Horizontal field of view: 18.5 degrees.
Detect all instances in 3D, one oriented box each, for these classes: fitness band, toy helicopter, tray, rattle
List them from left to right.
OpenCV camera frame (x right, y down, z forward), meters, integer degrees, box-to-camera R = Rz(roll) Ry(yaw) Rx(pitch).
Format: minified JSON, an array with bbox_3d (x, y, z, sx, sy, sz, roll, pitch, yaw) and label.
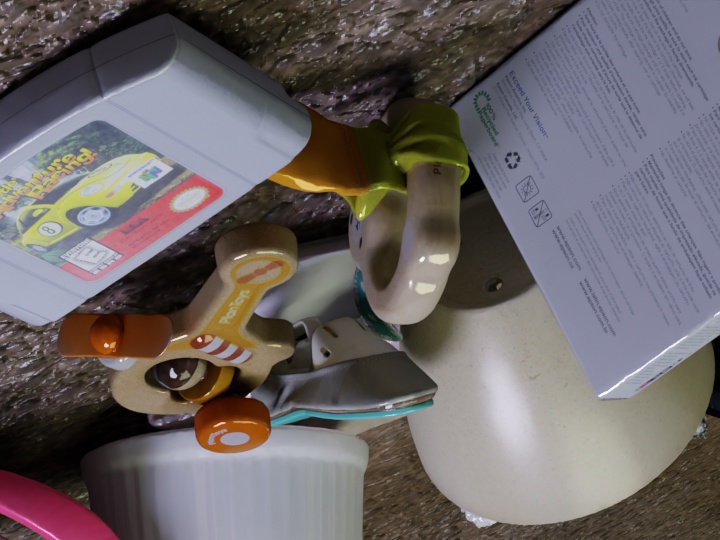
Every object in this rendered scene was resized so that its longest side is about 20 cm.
[{"bbox_3d":[-0.216,0.178,1.431,0.038,0.143,0.200,-60,172,-27],"label":"fitness band"},{"bbox_3d":[-0.095,0.029,1.281,0.131,0.079,0.200,7,147,-22],"label":"toy helicopter"},{"bbox_3d":[-0.021,-0.021,1.254,0.142,0.131,0.200,-13,172,-20],"label":"rattle"},{"bbox_3d":[0.000,0.000,1.415,0.199,0.022,0.108,-12,154,-31],"label":"tray"}]

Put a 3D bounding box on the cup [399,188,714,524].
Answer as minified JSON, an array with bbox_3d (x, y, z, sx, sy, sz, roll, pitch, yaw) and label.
[{"bbox_3d":[0.102,0.033,1.356,0.199,0.201,0.144,-27,132,4],"label":"cup"}]

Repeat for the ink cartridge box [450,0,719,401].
[{"bbox_3d":[0.166,-0.063,1.219,0.200,0.197,0.043,-37,157,29],"label":"ink cartridge box"}]

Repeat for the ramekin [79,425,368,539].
[{"bbox_3d":[-0.090,0.172,1.513,0.199,0.099,0.201,-3,164,-1],"label":"ramekin"}]

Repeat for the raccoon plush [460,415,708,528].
[{"bbox_3d":[0.174,0.131,1.643,0.096,0.134,0.201,18,102,-35],"label":"raccoon plush"}]

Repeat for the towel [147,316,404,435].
[{"bbox_3d":[-0.031,0.083,1.522,0.190,0.032,0.200,-22,161,9],"label":"towel"}]

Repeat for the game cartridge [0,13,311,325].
[{"bbox_3d":[-0.138,-0.046,1.106,0.199,0.041,0.133,-33,142,22],"label":"game cartridge"}]

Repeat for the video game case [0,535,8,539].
[{"bbox_3d":[-0.221,0.223,1.448,0.022,0.199,0.182,-62,-172,-28],"label":"video game case"}]

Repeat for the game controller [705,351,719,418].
[{"bbox_3d":[0.270,0.076,1.706,0.104,0.042,0.199,-14,-159,-39],"label":"game controller"}]

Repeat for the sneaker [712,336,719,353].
[{"bbox_3d":[0.331,-0.004,1.665,0.199,0.100,0.069,-31,160,14],"label":"sneaker"}]

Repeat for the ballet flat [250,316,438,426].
[{"bbox_3d":[-0.019,0.059,1.333,0.067,0.064,0.200,-11,180,-26],"label":"ballet flat"}]
